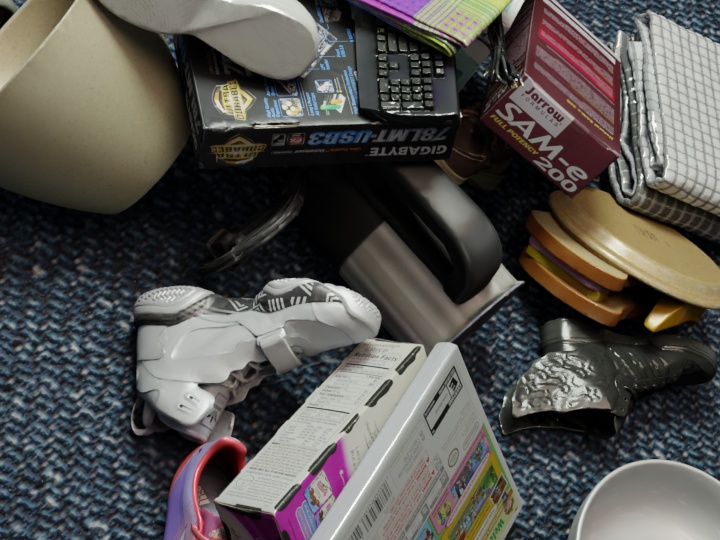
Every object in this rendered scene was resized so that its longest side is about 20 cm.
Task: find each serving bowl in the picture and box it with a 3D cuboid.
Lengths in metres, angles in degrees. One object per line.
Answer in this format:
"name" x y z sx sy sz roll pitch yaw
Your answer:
"serving bowl" 0.246 0.258 1.265 0.199 0.066 0.201 12 57 -19

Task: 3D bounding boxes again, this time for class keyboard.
"keyboard" 0.059 -0.186 1.199 0.126 0.021 0.201 3 51 -7

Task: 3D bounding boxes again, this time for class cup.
"cup" -0.213 -0.126 1.206 0.143 0.200 0.201 42 50 -23

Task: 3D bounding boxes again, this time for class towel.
"towel" 0.311 -0.130 1.496 0.165 0.086 0.201 17 55 -29
"towel" 0.034 -0.245 1.222 0.199 0.023 0.144 29 55 21

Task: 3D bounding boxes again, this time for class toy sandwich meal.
"toy sandwich meal" 0.235 -0.004 1.399 0.204 0.071 0.205 26 19 -10

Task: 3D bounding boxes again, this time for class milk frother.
"milk frother" 0.000 0.000 1.256 0.200 0.181 0.188 -40 82 -6

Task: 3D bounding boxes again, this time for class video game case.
"video game case" 0.047 0.187 1.162 0.200 0.022 0.183 -55 135 -35

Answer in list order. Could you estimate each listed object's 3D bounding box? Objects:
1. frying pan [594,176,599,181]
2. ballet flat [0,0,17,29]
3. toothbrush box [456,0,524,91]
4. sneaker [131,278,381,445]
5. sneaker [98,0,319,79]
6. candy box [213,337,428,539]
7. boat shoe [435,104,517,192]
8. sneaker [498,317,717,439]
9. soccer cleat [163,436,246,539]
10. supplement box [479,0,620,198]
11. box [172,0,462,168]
"frying pan" 0.163 -0.153 1.452 0.115 0.031 0.191 27 29 -56
"ballet flat" -0.356 -0.184 1.232 0.200 0.067 0.064 -32 86 -36
"toothbrush box" 0.077 -0.223 1.380 0.085 0.200 0.147 32 52 -5
"sneaker" -0.083 0.073 1.172 0.198 0.075 0.116 -2 66 18
"sneaker" -0.122 -0.210 1.141 0.199 0.075 0.089 30 27 -16
"candy box" -0.010 0.161 1.149 0.200 0.061 0.137 -44 129 -40
"boat shoe" 0.096 -0.116 1.344 0.072 0.072 0.200 54 16 18
"sneaker" 0.216 0.103 1.348 0.198 0.060 0.105 12 57 -14
"soccer cleat" -0.112 0.214 1.109 0.066 0.077 0.201 15 56 -17
"supplement box" 0.168 -0.157 1.355 0.109 0.061 0.200 39 29 -13
"box" -0.042 -0.167 1.207 0.197 0.050 0.201 -4 51 -15
